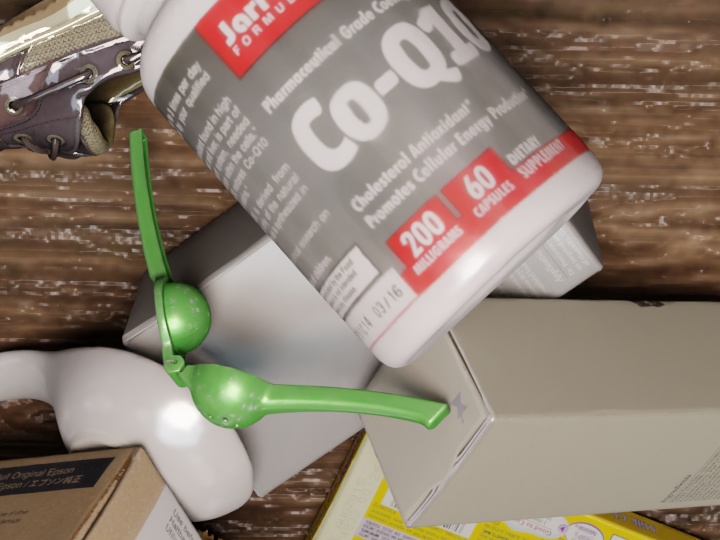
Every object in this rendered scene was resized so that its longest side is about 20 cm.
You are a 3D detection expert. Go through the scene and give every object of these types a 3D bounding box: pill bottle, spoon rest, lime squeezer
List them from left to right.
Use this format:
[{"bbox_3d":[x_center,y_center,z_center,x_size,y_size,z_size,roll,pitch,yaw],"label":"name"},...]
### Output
[{"bbox_3d":[-0.134,0.070,0.803,0.198,0.061,0.100,4,133,30],"label":"spoon rest"},{"bbox_3d":[-0.058,0.020,0.723,0.200,0.038,0.071,42,98,26],"label":"lime squeezer"},{"bbox_3d":[-0.012,-0.072,0.662,0.114,0.114,0.200,-44,84,17],"label":"pill bottle"}]

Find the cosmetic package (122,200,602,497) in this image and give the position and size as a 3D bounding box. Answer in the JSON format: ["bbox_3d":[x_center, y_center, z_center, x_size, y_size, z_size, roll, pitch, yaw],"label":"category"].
[{"bbox_3d":[0.000,0.000,0.791,0.199,0.090,0.107,-32,110,16],"label":"cosmetic package"}]

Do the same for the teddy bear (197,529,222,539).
[{"bbox_3d":[-0.098,0.182,0.871,0.199,0.067,0.145,36,120,-15],"label":"teddy bear"}]

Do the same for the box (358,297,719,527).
[{"bbox_3d":[0.105,0.062,0.769,0.199,0.069,0.082,3,137,-34],"label":"box"}]

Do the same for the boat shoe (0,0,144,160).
[{"bbox_3d":[-0.130,-0.080,0.757,0.199,0.072,0.065,-32,88,7],"label":"boat shoe"}]

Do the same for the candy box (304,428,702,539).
[{"bbox_3d":[0.075,0.150,0.886,0.199,0.026,0.103,23,116,-9],"label":"candy box"}]

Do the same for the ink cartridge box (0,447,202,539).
[{"bbox_3d":[-0.129,0.181,0.795,0.164,0.075,0.201,-9,122,32],"label":"ink cartridge box"}]
